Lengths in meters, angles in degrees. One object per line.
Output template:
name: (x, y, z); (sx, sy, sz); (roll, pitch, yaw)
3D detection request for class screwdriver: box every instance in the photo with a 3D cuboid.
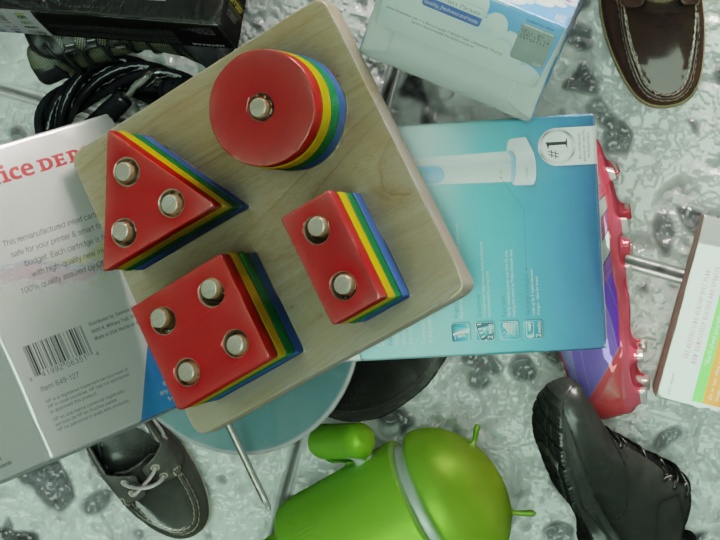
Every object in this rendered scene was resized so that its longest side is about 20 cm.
screwdriver: (-0.104, 0.073, 1.142); (0.029, 0.028, 0.200); (-37, 80, 53)

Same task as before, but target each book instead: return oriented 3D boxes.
book: (0.319, 0.048, 1.163); (0.200, 0.048, 0.134); (15, 97, 4)

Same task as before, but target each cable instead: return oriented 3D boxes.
cable: (-0.168, -0.052, 1.206); (0.163, 0.051, 0.200); (13, 101, 5)

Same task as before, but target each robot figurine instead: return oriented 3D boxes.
robot figurine: (0.019, 0.189, 1.186); (0.200, 0.116, 0.176); (-30, 100, 11)

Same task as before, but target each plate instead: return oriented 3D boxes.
plate: (-0.088, 0.029, 1.158); (0.200, 0.026, 0.200); (5, 102, 23)

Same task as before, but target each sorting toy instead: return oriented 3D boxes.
sorting toy: (-0.068, -0.031, 0.996); (0.200, 0.070, 0.199); (-29, 80, 21)

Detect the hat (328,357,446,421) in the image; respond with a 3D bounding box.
hat: (0.000, 0.000, 1.172); (0.200, 0.081, 0.201); (4, 102, 22)

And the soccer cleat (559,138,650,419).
soccer cleat: (0.156, 0.008, 1.169); (0.076, 0.067, 0.200); (-7, 101, 13)

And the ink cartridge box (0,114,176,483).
ink cartridge box: (-0.216, 0.024, 1.106); (0.145, 0.147, 0.200); (-26, 86, 50)

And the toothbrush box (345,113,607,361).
toothbrush box: (0.051, -0.019, 1.056); (0.200, 0.085, 0.147); (-4, 90, 5)

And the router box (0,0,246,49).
router box: (-0.170, -0.231, 1.114); (0.200, 0.051, 0.149); (6, 79, 12)

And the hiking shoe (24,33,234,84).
hiking shoe: (-0.185, -0.171, 1.178); (0.200, 0.076, 0.101); (25, 97, 13)

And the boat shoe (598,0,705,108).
boat shoe: (0.196, -0.208, 1.123); (0.072, 0.072, 0.200); (-3, 98, 8)

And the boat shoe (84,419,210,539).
boat shoe: (-0.182, 0.119, 1.231); (0.067, 0.057, 0.200); (-31, 94, 11)

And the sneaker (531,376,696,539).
sneaker: (0.183, 0.148, 1.172); (0.091, 0.076, 0.200); (-26, 121, 0)

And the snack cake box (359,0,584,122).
snack cake box: (0.082, -0.174, 1.075); (0.115, 0.200, 0.067); (22, 116, 4)
